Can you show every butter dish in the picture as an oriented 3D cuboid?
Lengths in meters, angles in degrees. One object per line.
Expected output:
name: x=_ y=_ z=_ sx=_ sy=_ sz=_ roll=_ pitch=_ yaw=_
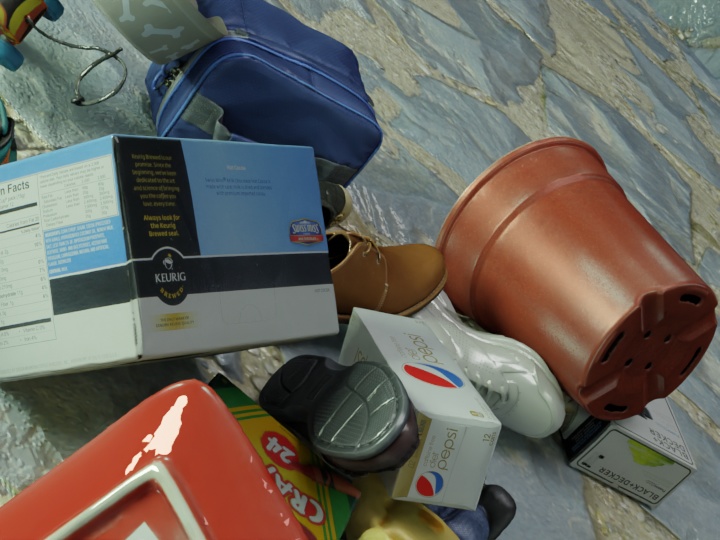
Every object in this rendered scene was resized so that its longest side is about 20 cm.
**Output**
butter dish: x=-0.089 y=0.192 z=0.695 sx=0.200 sy=0.199 sz=0.148 roll=56 pitch=5 yaw=27

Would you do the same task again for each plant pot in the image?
plant pot: x=0.198 y=0.017 z=1.277 sx=0.200 sy=0.201 sz=0.195 roll=15 pitch=25 yaw=-44

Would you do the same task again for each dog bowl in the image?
dog bowl: x=-0.185 y=-0.244 z=1.105 sx=0.200 sy=0.059 sz=0.200 roll=53 pitch=6 yaw=-8

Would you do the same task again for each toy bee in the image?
toy bee: x=-0.262 y=-0.205 z=1.054 sx=0.109 sy=0.199 sz=0.131 roll=49 pitch=54 yaw=-51

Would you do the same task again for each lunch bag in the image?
lunch bag: x=-0.087 y=-0.139 z=1.227 sx=0.200 sy=0.136 sz=0.133 roll=21 pitch=31 yaw=-32

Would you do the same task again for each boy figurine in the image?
boy figurine: x=0.037 y=0.181 z=0.989 sx=0.124 sy=0.064 sz=0.200 roll=50 pitch=22 yaw=12

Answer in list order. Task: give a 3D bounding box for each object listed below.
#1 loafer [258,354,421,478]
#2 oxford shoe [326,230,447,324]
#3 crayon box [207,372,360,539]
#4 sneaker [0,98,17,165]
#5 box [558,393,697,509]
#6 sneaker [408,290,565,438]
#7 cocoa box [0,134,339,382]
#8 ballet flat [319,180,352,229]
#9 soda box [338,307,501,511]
loafer: x=-0.004 y=0.102 z=0.967 sx=0.063 sy=0.072 sz=0.200 roll=48 pitch=-14 yaw=-21
oxford shoe: x=0.000 y=0.000 z=1.145 sx=0.200 sy=0.071 sz=0.071 roll=-11 pitch=44 yaw=-41
crayon box: x=-0.082 y=0.157 z=0.869 sx=0.127 sy=0.051 sz=0.200 roll=41 pitch=26 yaw=-5
sneaker: x=-0.253 y=-0.088 z=0.941 sx=0.071 sy=0.080 sz=0.200 roll=38 pitch=11 yaw=-9
box: x=0.236 y=0.120 z=1.378 sx=0.116 sy=0.060 sz=0.200 roll=30 pitch=28 yaw=-25
sneaker: x=0.079 y=0.087 z=1.203 sx=0.200 sy=0.078 sz=0.099 roll=33 pitch=32 yaw=2
cocoa box: x=-0.127 y=-0.009 z=0.915 sx=0.200 sy=0.133 sz=0.132 roll=-4 pitch=84 yaw=-56
ballet flat: x=-0.065 y=-0.030 z=1.172 sx=0.057 sy=0.067 sz=0.200 roll=42 pitch=32 yaw=17
soda box: x=0.035 y=0.095 z=1.033 sx=0.063 sy=0.068 sz=0.200 roll=11 pitch=15 yaw=-17
